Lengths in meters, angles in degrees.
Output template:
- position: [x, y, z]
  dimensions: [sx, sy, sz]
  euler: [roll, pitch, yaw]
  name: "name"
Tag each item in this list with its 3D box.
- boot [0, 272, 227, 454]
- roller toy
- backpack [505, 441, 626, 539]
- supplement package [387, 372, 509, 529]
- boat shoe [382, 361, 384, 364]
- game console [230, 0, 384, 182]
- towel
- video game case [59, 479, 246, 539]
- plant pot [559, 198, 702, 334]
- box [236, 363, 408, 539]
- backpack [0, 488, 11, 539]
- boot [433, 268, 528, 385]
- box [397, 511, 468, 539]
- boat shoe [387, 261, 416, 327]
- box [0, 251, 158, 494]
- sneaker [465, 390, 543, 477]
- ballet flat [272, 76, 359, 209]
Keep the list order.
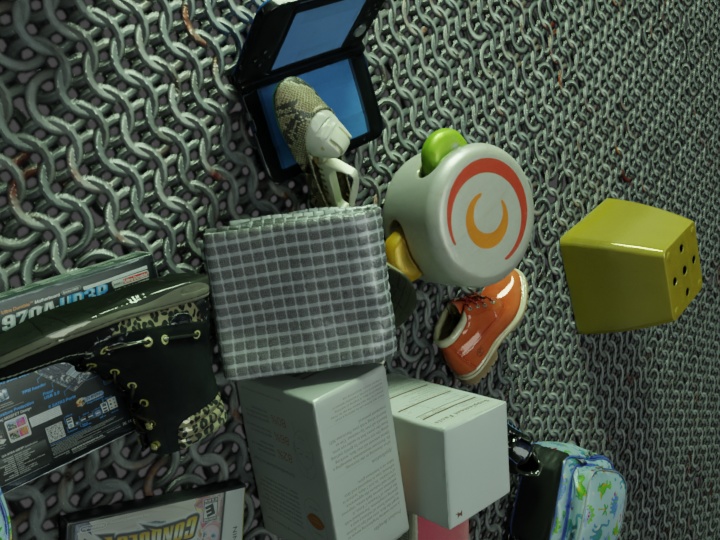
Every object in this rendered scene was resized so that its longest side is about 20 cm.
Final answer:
- position: [-0.210, 0.099, 0.589]
  dimensions: [0.202, 0.073, 0.156]
  euler: [-22, 110, -40]
  name: "boot"
- position: [0.127, -0.071, 0.900]
  dimensions: [0.180, 0.139, 0.203]
  euler: [14, 86, -31]
  name: "roller toy"
- position: [0.369, 0.397, 1.155]
  dimensions: [0.198, 0.146, 0.186]
  euler: [12, 88, -45]
  name: "backpack"
- position: [0.070, 0.212, 0.830]
  dimensions: [0.116, 0.198, 0.119]
  euler: [-11, 101, -41]
  name: "supplement package"
- position: [-0.048, 0.062, 0.816]
  dimensions: [0.200, 0.057, 0.067]
  euler: [42, 64, -30]
  name: "boat shoe"
- position: [-0.033, -0.220, 0.760]
  dimensions: [0.199, 0.171, 0.119]
  euler: [-32, 82, -36]
  name: "game console"
- position: [-0.065, 0.024, 0.705]
  dimensions: [0.197, 0.086, 0.168]
  euler: [-9, 103, 0]
  name: "towel"
- position: [-0.212, 0.328, 0.698]
  dimensions: [0.198, 0.025, 0.184]
  euler: [2, 92, -43]
  name: "video game case"
- position: [0.508, -0.005, 1.230]
  dimensions: [0.199, 0.175, 0.203]
  euler: [-33, 115, -36]
  name: "plant pot"
- position: [-0.043, 0.206, 0.758]
  dimensions: [0.105, 0.151, 0.203]
  euler: [-19, 107, -39]
  name: "box"
- position: [-0.342, 0.174, 0.495]
  dimensions: [0.154, 0.162, 0.202]
  euler: [-45, 114, -40]
  name: "backpack"
- position: [0.182, 0.060, 1.009]
  dimensions: [0.107, 0.075, 0.201]
  euler: [47, 64, -29]
  name: "boot"
- position: [0.065, 0.375, 0.886]
  dimensions: [0.108, 0.127, 0.204]
  euler: [-7, 99, -42]
  name: "box"
- position: [0.000, 0.000, 0.827]
  dimensions: [0.076, 0.074, 0.200]
  euler: [-43, 134, 4]
  name: "boat shoe"
- position: [-0.268, 0.087, 0.614]
  dimensions: [0.198, 0.046, 0.161]
  euler: [-23, 108, -39]
  name: "box"
- position: [0.221, 0.259, 1.053]
  dimensions: [0.200, 0.077, 0.071]
  euler: [48, 63, -34]
  name: "sneaker"
- position: [-0.036, -0.124, 0.746]
  dimensions: [0.068, 0.075, 0.201]
  euler: [-49, 146, -25]
  name: "ballet flat"
